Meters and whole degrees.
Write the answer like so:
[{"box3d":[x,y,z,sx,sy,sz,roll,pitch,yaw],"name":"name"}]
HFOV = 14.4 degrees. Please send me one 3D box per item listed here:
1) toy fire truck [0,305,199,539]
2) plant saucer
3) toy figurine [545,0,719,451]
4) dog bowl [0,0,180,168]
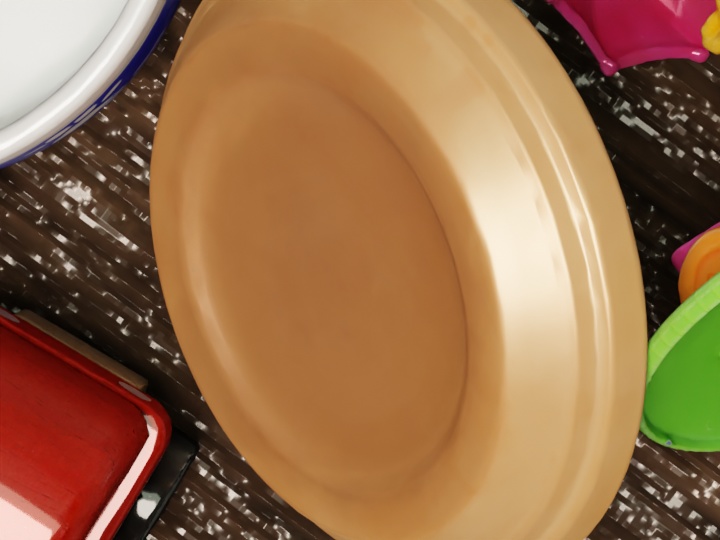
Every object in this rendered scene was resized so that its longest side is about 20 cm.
[{"box3d":[-0.147,0.094,0.822,0.128,0.200,0.176,31,93,0],"name":"toy fire truck"},{"box3d":[0.000,0.000,0.826,0.037,0.200,0.201,-20,92,-36],"name":"plant saucer"},{"box3d":[0.128,-0.077,0.823,0.200,0.150,0.184,-43,58,37],"name":"toy figurine"},{"box3d":[-0.148,-0.124,0.875,0.199,0.079,0.201,0,92,2],"name":"dog bowl"}]
